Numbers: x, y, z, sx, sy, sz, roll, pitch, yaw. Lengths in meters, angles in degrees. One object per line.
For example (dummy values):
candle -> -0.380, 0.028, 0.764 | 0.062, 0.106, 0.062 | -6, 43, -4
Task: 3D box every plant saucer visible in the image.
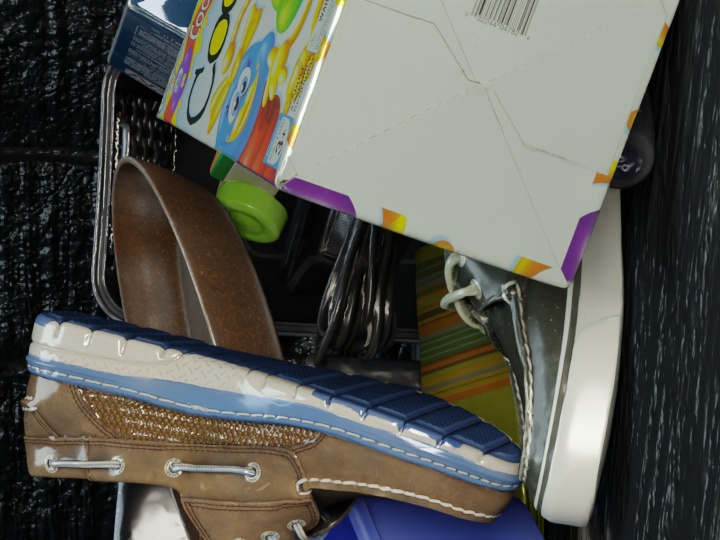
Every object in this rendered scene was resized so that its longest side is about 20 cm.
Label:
plant saucer -> -0.062, 0.046, 1.135 | 0.200, 0.034, 0.201 | 166, 90, -75

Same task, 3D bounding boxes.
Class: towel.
towel -> 0.053, 0.080, 1.146 | 0.086, 0.018, 0.201 | -22, 68, 61

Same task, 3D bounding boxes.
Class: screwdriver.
screwdriver -> 0.088, -0.078, 0.950 | 0.200, 0.029, 0.028 | -80, -7, -63

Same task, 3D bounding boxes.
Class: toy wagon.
toy wagon -> -0.008, -0.105, 1.118 | 0.155, 0.040, 0.200 | -66, 6, -25

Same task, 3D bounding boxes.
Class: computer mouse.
computer mouse -> 0.000, 0.000, 1.113 | 0.200, 0.046, 0.141 | 134, 150, -73

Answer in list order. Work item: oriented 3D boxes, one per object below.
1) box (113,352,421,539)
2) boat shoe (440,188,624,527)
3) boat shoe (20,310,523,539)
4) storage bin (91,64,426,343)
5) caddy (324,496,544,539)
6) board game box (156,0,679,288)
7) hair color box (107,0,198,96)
box -> -0.015, 0.104, 1.323 | 0.197, 0.199, 0.118 | 104, 170, -84
boat shoe -> 0.061, 0.000, 0.976 | 0.071, 0.064, 0.200 | 94, 179, -59
boat shoe -> -0.034, 0.070, 0.998 | 0.072, 0.200, 0.073 | 0, -77, -66
storage bin -> -0.016, -0.036, 1.267 | 0.094, 0.200, 0.136 | 8, -95, -72
caddy -> 0.016, 0.164, 1.033 | 0.200, 0.105, 0.142 | -117, 31, -66
board game box -> 0.011, -0.072, 0.907 | 0.200, 0.105, 0.103 | -147, 76, -73
hair color box -> -0.053, -0.124, 1.099 | 0.100, 0.060, 0.200 | -61, 6, -5
